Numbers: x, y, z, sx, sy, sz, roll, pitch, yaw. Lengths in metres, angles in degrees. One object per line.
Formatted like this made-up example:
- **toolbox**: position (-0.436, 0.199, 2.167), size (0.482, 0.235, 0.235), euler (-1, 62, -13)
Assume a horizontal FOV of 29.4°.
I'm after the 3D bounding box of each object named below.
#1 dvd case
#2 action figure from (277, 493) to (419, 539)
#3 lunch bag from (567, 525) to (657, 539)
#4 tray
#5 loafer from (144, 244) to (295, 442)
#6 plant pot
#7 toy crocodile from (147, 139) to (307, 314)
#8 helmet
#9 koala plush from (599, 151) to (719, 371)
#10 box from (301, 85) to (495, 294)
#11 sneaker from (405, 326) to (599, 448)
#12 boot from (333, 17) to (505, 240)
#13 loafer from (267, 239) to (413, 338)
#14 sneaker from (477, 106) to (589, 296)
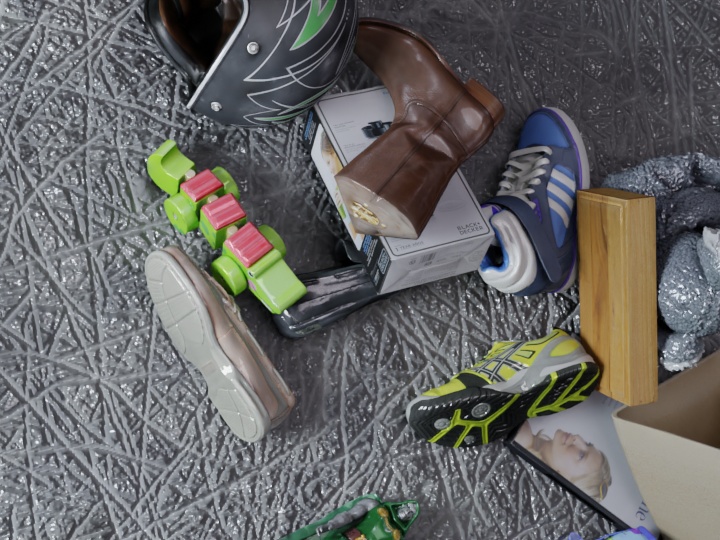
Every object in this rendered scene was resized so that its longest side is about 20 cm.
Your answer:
- **dvd case**: position (0.259, 0.177, 1.426), size (0.199, 0.018, 0.143), euler (36, 68, -11)
- **action figure**: position (-0.023, 0.270, 1.284), size (0.199, 0.055, 0.119), euler (-31, 88, -28)
- **lunch bag**: position (0.249, 0.335, 1.323), size (0.149, 0.095, 0.201), euler (-20, 51, -14)
- **tray**: position (0.253, 0.024, 1.359), size (0.037, 0.099, 0.202), euler (-6, 100, -19)
- **loafer**: position (-0.130, 0.062, 1.284), size (0.063, 0.072, 0.201), euler (-34, 98, -40)
- **plant pot**: position (0.397, 0.206, 1.370), size (0.199, 0.199, 0.179), euler (-24, 113, -32)
- **toy crocodile**: position (-0.126, -0.042, 1.289), size (0.067, 0.062, 0.200), euler (-33, 72, -23)
- **helmet**: position (-0.097, -0.233, 1.289), size (0.199, 0.200, 0.192), euler (-29, 83, -23)
- **koala plush**: position (0.327, -0.006, 1.375), size (0.182, 0.178, 0.201), euler (17, 37, -11)
- **box**: position (0.034, -0.085, 1.334), size (0.116, 0.060, 0.201), euler (-15, 61, -23)
- **sneaker**: position (0.136, 0.116, 1.374), size (0.198, 0.076, 0.077), euler (-14, 44, -13)
- **boot**: position (0.019, -0.133, 1.294), size (0.186, 0.064, 0.200), euler (32, 59, 11)
- **loafer**: position (0.000, 0.000, 1.338), size (0.199, 0.068, 0.071), euler (-24, 97, -20)
- **sneaker**: position (0.160, -0.075, 1.386), size (0.146, 0.080, 0.202), euler (5, 81, -46)
